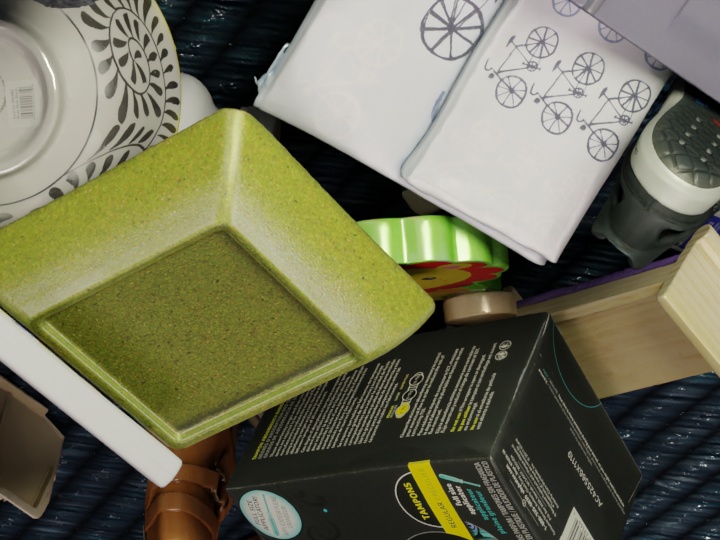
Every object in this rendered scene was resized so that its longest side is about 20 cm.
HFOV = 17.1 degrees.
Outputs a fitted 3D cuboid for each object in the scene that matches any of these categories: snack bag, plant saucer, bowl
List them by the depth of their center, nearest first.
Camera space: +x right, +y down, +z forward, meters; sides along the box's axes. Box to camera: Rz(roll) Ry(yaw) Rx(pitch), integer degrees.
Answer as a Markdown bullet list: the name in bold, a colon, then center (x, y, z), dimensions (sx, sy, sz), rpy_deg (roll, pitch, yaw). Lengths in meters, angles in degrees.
- **snack bag**: center (0.067, -0.124, 1.319), dimensions (0.199, 0.021, 0.189), rpy_deg (29, 108, -9)
- **bowl**: center (-0.204, -0.097, 1.335), dimensions (0.200, 0.094, 0.202), rpy_deg (0, 96, 3)
- **plant saucer**: center (-0.090, 0.023, 1.344), dimensions (0.199, 0.048, 0.200), rpy_deg (-26, 131, 23)

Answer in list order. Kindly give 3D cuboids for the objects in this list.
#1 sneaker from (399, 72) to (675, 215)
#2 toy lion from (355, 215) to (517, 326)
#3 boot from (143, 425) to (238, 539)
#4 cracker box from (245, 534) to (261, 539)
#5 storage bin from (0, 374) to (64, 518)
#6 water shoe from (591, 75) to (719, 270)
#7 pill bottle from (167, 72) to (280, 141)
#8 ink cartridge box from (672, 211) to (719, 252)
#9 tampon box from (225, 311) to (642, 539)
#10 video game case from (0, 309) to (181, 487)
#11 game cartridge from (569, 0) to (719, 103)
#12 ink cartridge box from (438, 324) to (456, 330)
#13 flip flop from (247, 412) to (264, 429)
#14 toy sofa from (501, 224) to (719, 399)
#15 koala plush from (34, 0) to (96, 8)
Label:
- **sneaker**: center (0.096, -0.110, 1.385), dimensions (0.199, 0.075, 0.085), rpy_deg (-28, 95, 17)
- **toy lion**: center (0.000, 0.000, 1.459), dimensions (0.199, 0.069, 0.192), rpy_deg (-9, 171, 23)
- **boot**: center (-0.123, 0.120, 1.631), dimensions (0.073, 0.155, 0.200), rpy_deg (-3, 140, 14)
- **cracker box**: center (0.012, 0.258, 1.857), dimensions (0.134, 0.058, 0.200), rpy_deg (-27, 131, 34)
- **storage bin**: center (-0.352, 0.131, 1.733), dimensions (0.199, 0.094, 0.198), rpy_deg (-24, 131, 33)
- **water shoe**: center (0.178, -0.060, 1.342), dimensions (0.071, 0.200, 0.079), rpy_deg (43, 117, 9)
- **pill bottle**: center (-0.151, -0.068, 1.439), dimensions (0.199, 0.112, 0.112), rpy_deg (7, 141, 1)
- **ink cartridge box**: center (0.266, -0.033, 1.470), dimensions (0.199, 0.039, 0.100), rpy_deg (18, 141, -15)
- **tampon box**: center (0.048, 0.135, 1.507), dimensions (0.199, 0.126, 0.150), rpy_deg (-11, 126, 34)
- **video game case**: center (-0.207, 0.033, 1.359), dimensions (0.200, 0.023, 0.182), rpy_deg (43, 173, -36)
- **game cartridge**: center (0.202, -0.161, 1.280), dimensions (0.200, 0.038, 0.130), rpy_deg (30, 108, -26)
- **ink cartridge box**: center (0.049, 0.139, 1.683), dimensions (0.145, 0.083, 0.200), rpy_deg (31, 137, -25)
- **flip flop**: center (-0.065, 0.041, 1.597), dimensions (0.057, 0.081, 0.200), rpy_deg (-18, 131, 10)
- **toy sofa**: center (0.168, 0.030, 1.506), dimensions (0.083, 0.098, 0.200), rpy_deg (49, 145, -17)
- **koala plush**: center (-0.100, -0.235, 1.194), dimensions (0.199, 0.184, 0.178), rpy_deg (-17, 137, 11)
